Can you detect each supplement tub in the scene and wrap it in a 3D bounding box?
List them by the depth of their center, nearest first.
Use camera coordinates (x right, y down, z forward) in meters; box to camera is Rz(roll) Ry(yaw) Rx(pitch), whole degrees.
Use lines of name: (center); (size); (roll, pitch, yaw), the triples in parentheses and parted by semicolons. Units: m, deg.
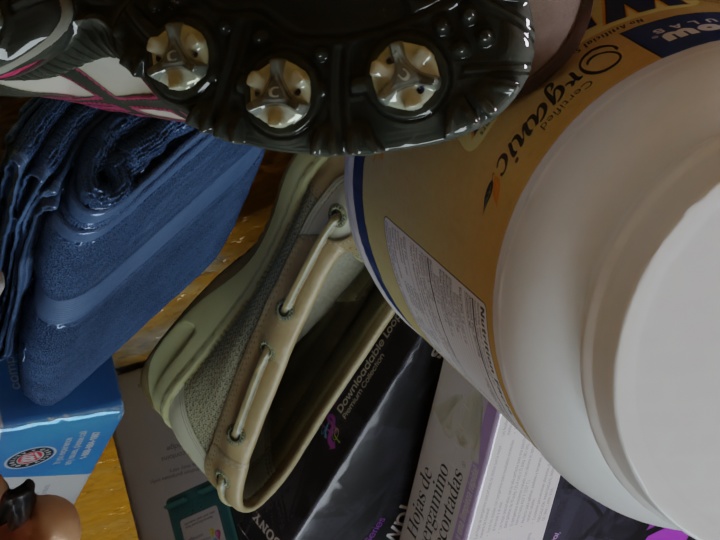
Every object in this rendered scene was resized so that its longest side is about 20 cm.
supplement tub: (0.090, -0.010, 0.834); (0.144, 0.145, 0.200); (-9, -159, -17)

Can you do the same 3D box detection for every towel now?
towel: (-0.075, -0.029, 0.903); (0.112, 0.049, 0.200); (-42, 172, -22)

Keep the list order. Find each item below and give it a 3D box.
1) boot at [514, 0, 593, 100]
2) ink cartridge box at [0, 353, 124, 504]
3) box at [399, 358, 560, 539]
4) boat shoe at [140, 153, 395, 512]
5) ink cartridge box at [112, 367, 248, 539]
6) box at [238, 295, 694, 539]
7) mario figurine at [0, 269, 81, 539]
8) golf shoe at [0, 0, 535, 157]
boot: (0.018, -0.110, 0.741); (0.200, 0.070, 0.146); (-32, 147, 31)
ink cartridge box: (-0.201, 0.052, 1.029); (0.199, 0.084, 0.145); (-9, 163, -18)
box: (0.054, 0.040, 1.007); (0.041, 0.039, 0.200); (-11, 130, -31)
boat shoe: (-0.002, 0.000, 0.996); (0.073, 0.063, 0.201); (3, 135, -52)
ink cartridge box: (-0.054, 0.146, 1.247); (0.067, 0.201, 0.116); (-16, 163, -1)
box: (0.067, 0.069, 1.096); (0.200, 0.036, 0.143); (18, 109, -39)
mario figurine: (-0.126, 0.044, 0.869); (0.106, 0.201, 0.123); (-20, 162, 19)
golf shoe: (-0.038, -0.072, 0.728); (0.200, 0.077, 0.088); (11, 180, 27)
